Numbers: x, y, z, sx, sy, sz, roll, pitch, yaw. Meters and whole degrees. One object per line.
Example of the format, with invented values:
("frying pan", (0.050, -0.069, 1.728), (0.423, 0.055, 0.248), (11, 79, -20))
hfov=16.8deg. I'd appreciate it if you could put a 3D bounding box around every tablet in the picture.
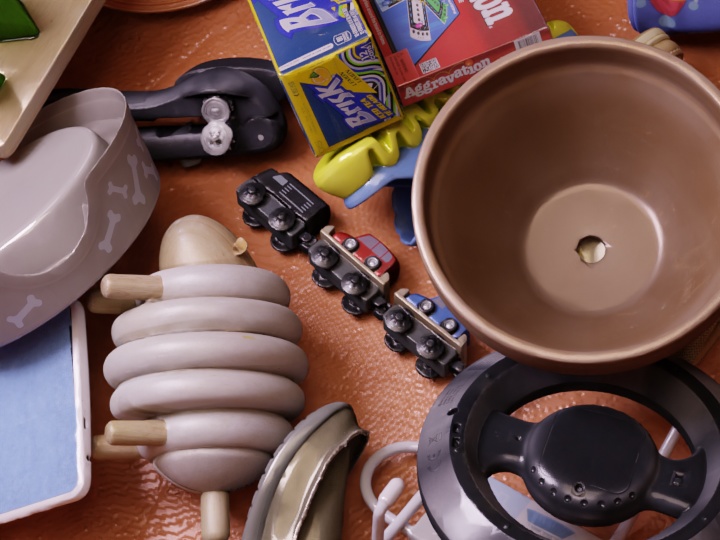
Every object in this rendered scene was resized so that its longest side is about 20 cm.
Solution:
("tablet", (-0.248, 0.103, 1.513), (0.199, 0.014, 0.131), (-19, 62, 27))

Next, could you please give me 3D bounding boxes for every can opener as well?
("can opener", (-0.142, -0.097, 1.605), (0.198, 0.079, 0.064), (-7, 104, 11))

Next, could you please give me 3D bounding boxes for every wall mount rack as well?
("wall mount rack", (0.103, 0.124, 1.445), (0.199, 0.075, 0.174), (29, 55, 20))

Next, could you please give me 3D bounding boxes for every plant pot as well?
("plant pot", (0.133, -0.026, 1.416), (0.199, 0.093, 0.202), (-3, 68, 7))

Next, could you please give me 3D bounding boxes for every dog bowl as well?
("dog bowl", (-0.210, -0.027, 1.524), (0.199, 0.059, 0.201), (-31, 24, 16))

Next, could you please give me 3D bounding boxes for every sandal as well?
("sandal", (0.066, -0.086, 1.554), (0.200, 0.079, 0.087), (-37, 99, -14))

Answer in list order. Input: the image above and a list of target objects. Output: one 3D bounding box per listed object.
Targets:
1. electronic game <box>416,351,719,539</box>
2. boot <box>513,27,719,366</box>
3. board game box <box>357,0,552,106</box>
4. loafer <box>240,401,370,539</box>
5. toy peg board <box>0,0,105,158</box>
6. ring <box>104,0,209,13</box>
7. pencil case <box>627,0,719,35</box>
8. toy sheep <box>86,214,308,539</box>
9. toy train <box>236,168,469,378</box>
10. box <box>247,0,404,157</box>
("electronic game", (0.131, 0.112, 1.386), (0.198, 0.042, 0.201), (0, 46, 0))
("boot", (0.188, -0.042, 1.504), (0.155, 0.073, 0.201), (28, 67, 16))
("board game box", (0.049, -0.184, 1.577), (0.102, 0.020, 0.201), (-21, 39, 0))
("loafer", (-0.036, 0.176, 1.450), (0.069, 0.075, 0.201), (21, 81, 17))
("toy peg board", (-0.268, -0.210, 1.555), (0.198, 0.098, 0.201), (25, 76, 19))
("ring", (-0.134, -0.264, 1.693), (0.199, 0.019, 0.202), (-4, 66, 10))
("pencil case", (0.265, -0.187, 1.550), (0.198, 0.087, 0.079), (2, 97, 11))
("toy sheep", (-0.096, 0.065, 1.478), (0.137, 0.138, 0.202), (-3, 80, 9))
("toy train", (0.000, 0.000, 1.542), (0.046, 0.034, 0.200), (-39, 64, -22))
("box", (-0.033, -0.160, 1.554), (0.064, 0.070, 0.200), (-24, 37, 1))
